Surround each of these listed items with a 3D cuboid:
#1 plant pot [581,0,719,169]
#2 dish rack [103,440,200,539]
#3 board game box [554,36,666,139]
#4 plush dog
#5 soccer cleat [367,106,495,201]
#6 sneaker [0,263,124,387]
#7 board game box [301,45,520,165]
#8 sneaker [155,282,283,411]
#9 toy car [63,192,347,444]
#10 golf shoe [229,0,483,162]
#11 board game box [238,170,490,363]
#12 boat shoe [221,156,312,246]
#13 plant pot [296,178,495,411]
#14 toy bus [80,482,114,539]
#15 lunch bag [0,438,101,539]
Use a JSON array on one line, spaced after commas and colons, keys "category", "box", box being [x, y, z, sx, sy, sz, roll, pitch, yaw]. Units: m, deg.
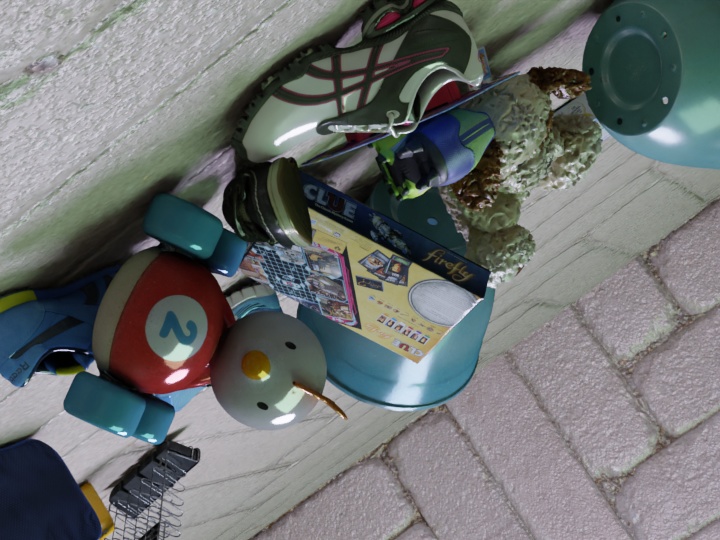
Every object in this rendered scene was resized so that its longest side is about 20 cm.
[{"category": "plant pot", "box": [0.307, -0.193, 1.656, 0.160, 0.202, 0.201, -6, 152, -40]}, {"category": "dish rack", "box": [-0.272, 0.320, 2.184, 0.153, 0.054, 0.201, -43, -151, 32]}, {"category": "board game box", "box": [0.304, -0.200, 1.981, 0.199, 0.034, 0.134, -34, 168, -1]}, {"category": "plush dog", "box": [0.127, -0.113, 1.587, 0.201, 0.160, 0.172, -53, 172, -23]}, {"category": "soccer cleat", "box": [0.062, -0.105, 1.502, 0.083, 0.065, 0.200, -31, -171, -11]}, {"category": "sneaker", "box": [-0.229, 0.049, 1.414, 0.066, 0.079, 0.200, -43, 167, 31]}, {"category": "board game box", "box": [0.034, -0.142, 1.439, 0.157, 0.039, 0.200, -18, -172, 36]}, {"category": "sneaker", "box": [-0.145, 0.097, 1.799, 0.200, 0.090, 0.078, -42, 166, 36]}, {"category": "toy car", "box": [-0.099, 0.067, 1.380, 0.177, 0.198, 0.186, 47, 66, -78]}, {"category": "golf shoe", "box": [-0.005, -0.130, 1.288, 0.199, 0.089, 0.077, -34, 170, 9]}, {"category": "board game box", "box": [0.000, 0.000, 1.589, 0.136, 0.199, 0.035, -48, -161, 50]}, {"category": "boat shoe", "box": [-0.076, -0.050, 1.372, 0.065, 0.072, 0.201, -17, -172, 2]}, {"category": "plant pot", "box": [0.053, 0.005, 1.760, 0.199, 0.200, 0.189, -25, 151, -36]}, {"category": "toy bus", "box": [-0.403, 0.344, 2.146, 0.199, 0.065, 0.078, -31, 168, -16]}, {"category": "lunch bag", "box": [-0.378, 0.271, 1.742, 0.132, 0.136, 0.199, -41, 166, 30]}]
